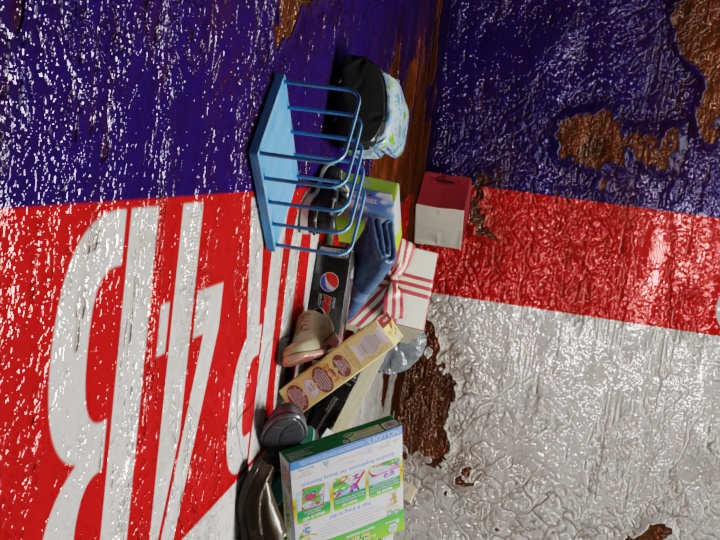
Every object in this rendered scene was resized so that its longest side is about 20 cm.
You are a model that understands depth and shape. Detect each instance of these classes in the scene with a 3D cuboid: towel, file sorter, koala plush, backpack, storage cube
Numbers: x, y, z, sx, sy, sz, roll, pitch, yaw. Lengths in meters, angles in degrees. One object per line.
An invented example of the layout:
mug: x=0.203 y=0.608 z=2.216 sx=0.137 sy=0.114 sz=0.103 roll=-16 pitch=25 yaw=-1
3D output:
towel: x=0.000 y=0.000 z=1.825 sx=0.200 sy=0.048 sz=0.113 roll=-53 pitch=-147 yaw=43
file sorter: x=-0.063 y=-0.134 z=1.323 sx=0.201 sy=0.121 sz=0.140 roll=85 pitch=15 yaw=-54
koala plush: x=0.045 y=0.131 z=2.203 sx=0.200 sy=0.181 sz=0.180 roll=-122 pitch=-136 yaw=-78
backpack: x=0.017 y=-0.266 z=1.741 sx=0.200 sy=0.151 sz=0.166 roll=122 pitch=-29 yaw=-80
storage cube: x=0.278 y=-0.200 z=3.372 sx=0.181 sy=0.168 sz=0.202 roll=-72 pitch=167 yaw=-47

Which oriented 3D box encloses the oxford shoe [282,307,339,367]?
oxford shoe: x=-0.091 y=0.107 z=1.614 sx=0.200 sy=0.070 sz=0.075 roll=-30 pitch=102 yaw=-78

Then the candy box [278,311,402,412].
candy box: x=-0.030 y=0.150 z=1.619 sx=0.056 sy=0.199 sz=0.115 roll=55 pitch=10 yaw=3

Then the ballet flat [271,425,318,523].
ballet flat: x=-0.110 y=0.345 z=1.630 sx=0.069 sy=0.067 sz=0.201 roll=63 pitch=33 yaw=-26

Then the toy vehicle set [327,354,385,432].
toy vehicle set: x=-0.002 y=0.199 z=1.792 sx=0.202 sy=0.026 sz=0.124 roll=-63 pitch=-176 yaw=-9

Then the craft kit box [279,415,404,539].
craft kit box: x=-0.025 y=0.346 z=1.558 sx=0.048 sy=0.197 sz=0.200 roll=32 pitch=-50 yaw=56

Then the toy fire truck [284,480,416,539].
toy fire truck: x=-0.025 y=0.388 z=1.678 sx=0.129 sy=0.198 sz=0.178 roll=45 pitch=45 yaw=-37

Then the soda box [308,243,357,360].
soda box: x=-0.054 y=0.059 z=1.756 sx=0.071 sy=0.062 sz=0.203 roll=40 pitch=59 yaw=-80

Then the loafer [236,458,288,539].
loafer: x=-0.138 y=0.364 z=1.453 sx=0.073 sy=0.070 sz=0.203 roll=-64 pitch=160 yaw=-64

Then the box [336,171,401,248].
box: x=0.012 y=-0.111 z=1.838 sx=0.201 sy=0.120 sz=0.048 roll=83 pitch=21 yaw=-60

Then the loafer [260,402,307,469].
loafer: x=-0.119 y=0.243 z=1.532 sx=0.201 sy=0.071 sz=0.064 roll=96 pitch=-13 yaw=-58

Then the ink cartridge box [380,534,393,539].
ink cartridge box: x=-0.033 y=0.455 z=1.805 sx=0.126 sy=0.197 sz=0.130 roll=86 pitch=15 yaw=-55

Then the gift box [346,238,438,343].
gift box: x=0.039 y=0.043 z=1.999 sx=0.187 sy=0.197 sz=0.187 roll=123 pitch=-25 yaw=-73

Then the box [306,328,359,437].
box: x=-0.047 y=0.219 z=1.795 sx=0.201 sy=0.036 sz=0.144 roll=-61 pitch=-176 yaw=33

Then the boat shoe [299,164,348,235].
boat shoe: x=-0.048 y=-0.114 z=1.638 sx=0.201 sy=0.059 sz=0.076 roll=-71 pitch=166 yaw=-53
